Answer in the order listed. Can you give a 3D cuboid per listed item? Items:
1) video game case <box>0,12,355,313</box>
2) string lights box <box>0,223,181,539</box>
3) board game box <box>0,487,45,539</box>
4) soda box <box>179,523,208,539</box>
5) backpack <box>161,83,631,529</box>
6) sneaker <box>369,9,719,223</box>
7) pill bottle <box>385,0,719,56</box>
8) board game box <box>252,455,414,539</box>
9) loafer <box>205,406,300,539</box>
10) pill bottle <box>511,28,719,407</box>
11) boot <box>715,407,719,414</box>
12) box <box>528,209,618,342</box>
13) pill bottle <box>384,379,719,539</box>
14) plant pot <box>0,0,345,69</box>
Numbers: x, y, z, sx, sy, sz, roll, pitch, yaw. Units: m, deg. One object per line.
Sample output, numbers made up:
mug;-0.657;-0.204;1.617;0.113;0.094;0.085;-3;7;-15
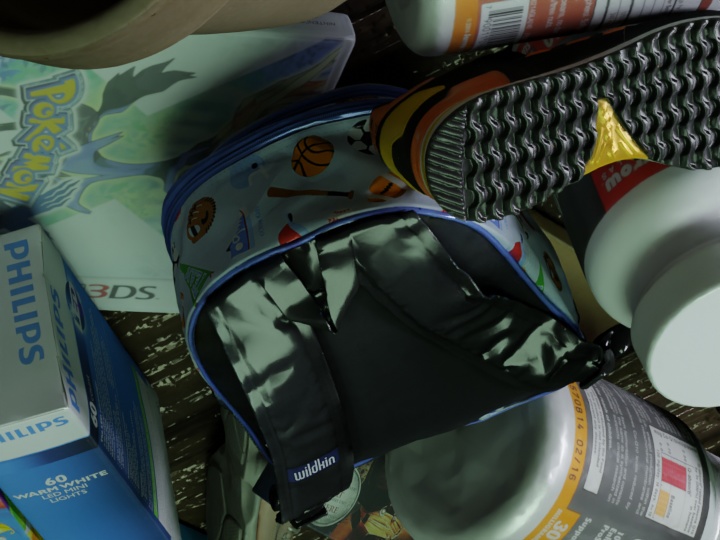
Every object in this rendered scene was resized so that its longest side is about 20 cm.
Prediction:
video game case;-0.117;-0.052;1.348;0.181;0.022;0.200;2;137;-24
string lights box;-0.147;0.071;1.391;0.059;0.103;0.200;-15;150;6
board game box;-0.217;0.113;1.421;0.104;0.103;0.200;-18;146;5
soda box;-0.068;0.215;1.645;0.064;0.068;0.200;-36;138;22
backpack;0.000;0.000;1.319;0.199;0.155;0.191;-27;149;8
sneaker;0.097;-0.079;1.236;0.199;0.090;0.070;-16;114;-25
pill bottle;0.109;-0.164;1.236;0.199;0.113;0.113;-10;141;-11
board game box;0.047;0.099;1.497;0.200;0.035;0.136;31;89;-45
loafer;-0.045;0.111;1.522;0.062;0.072;0.200;-8;146;-14
pill bottle;0.150;-0.042;1.323;0.115;0.201;0.116;-11;140;-9
boot;0.220;-0.002;1.484;0.068;0.188;0.201;5;114;13
box;0.041;0.022;1.498;0.163;0.021;0.200;-38;138;23
pill bottle;0.114;0.115;1.456;0.116;0.117;0.200;-39;140;23
plant pot;-0.071;-0.170;1.119;0.200;0.201;0.174;-40;154;25
